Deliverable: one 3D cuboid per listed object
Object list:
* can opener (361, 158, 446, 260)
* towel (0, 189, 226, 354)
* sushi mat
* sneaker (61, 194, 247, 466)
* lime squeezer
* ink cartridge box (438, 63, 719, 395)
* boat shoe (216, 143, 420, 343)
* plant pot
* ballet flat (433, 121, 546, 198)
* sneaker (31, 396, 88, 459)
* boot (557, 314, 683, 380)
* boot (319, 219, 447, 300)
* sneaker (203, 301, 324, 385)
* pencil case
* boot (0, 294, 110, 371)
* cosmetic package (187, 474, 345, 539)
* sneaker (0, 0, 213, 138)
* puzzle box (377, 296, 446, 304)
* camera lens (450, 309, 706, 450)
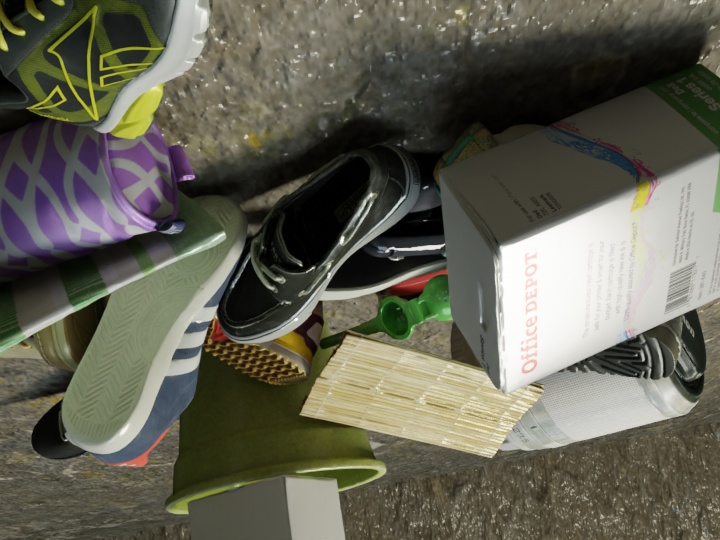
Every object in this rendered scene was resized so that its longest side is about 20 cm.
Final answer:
[{"bbox_3d":[0.086,-0.041,0.797,0.198,0.064,0.079,-1,160,-27],"label":"can opener"},{"bbox_3d":[-0.187,0.009,0.646,0.199,0.024,0.152,-28,-159,-13],"label":"towel"},{"bbox_3d":[0.052,0.107,0.884,0.198,0.012,0.096,17,126,-24],"label":"sushi mat"},{"bbox_3d":[-0.134,0.043,0.730,0.074,0.201,0.085,18,155,21],"label":"sneaker"},{"bbox_3d":[0.047,0.025,0.846,0.199,0.038,0.071,-25,-161,13],"label":"lime squeezer"},{"bbox_3d":[0.157,-0.026,0.691,0.198,0.084,0.146,-22,137,-12],"label":"ink cartridge box"},{"bbox_3d":[-0.046,-0.018,0.730,0.200,0.071,0.063,-45,161,27],"label":"boat shoe"},{"bbox_3d":[-0.090,0.111,0.965,0.198,0.186,0.201,-9,162,-3],"label":"plant pot"},{"bbox_3d":[0.137,-0.070,0.750,0.199,0.071,0.070,3,158,-41],"label":"ballet flat"},{"bbox_3d":[-0.296,0.149,1.161,0.199,0.075,0.088,-26,159,14],"label":"sneaker"},{"bbox_3d":[0.195,-0.009,0.825,0.180,0.201,0.073,12,139,24],"label":"boot"},{"bbox_3d":[0.000,0.000,0.870,0.198,0.073,0.144,-9,164,-18],"label":"boot"},{"bbox_3d":[-0.110,0.011,0.844,0.075,0.091,0.200,-16,136,40],"label":"sneaker"},{"bbox_3d":[-0.199,-0.039,0.623,0.198,0.085,0.085,-15,-175,19],"label":"pencil case"},{"bbox_3d":[-0.258,0.038,0.768,0.154,0.074,0.200,-2,-174,-5],"label":"boot"},{"bbox_3d":[-0.067,0.276,0.850,0.107,0.202,0.085,-18,159,29],"label":"cosmetic package"},{"bbox_3d":[-0.118,-0.110,0.448,0.084,0.075,0.200,-2,161,-23],"label":"sneaker"},{"bbox_3d":[0.128,-0.001,1.008,0.199,0.026,0.132,-23,159,34],"label":"puzzle box"},{"bbox_3d":[0.203,0.072,0.968,0.199,0.162,0.159,-21,160,30],"label":"camera lens"}]
